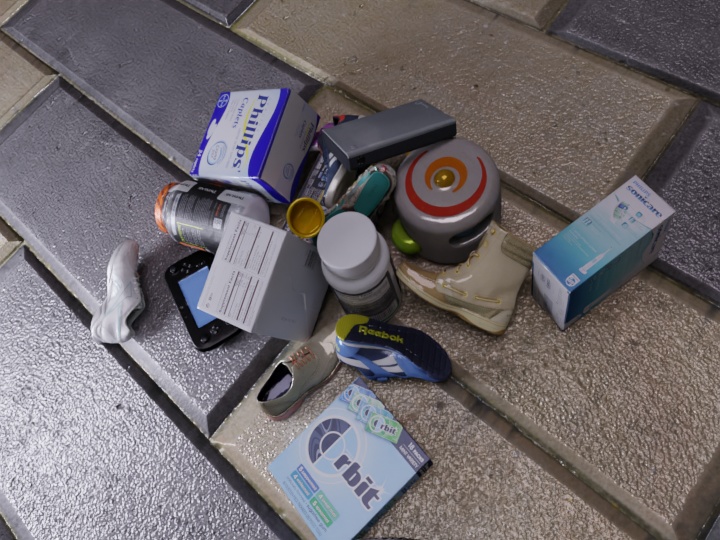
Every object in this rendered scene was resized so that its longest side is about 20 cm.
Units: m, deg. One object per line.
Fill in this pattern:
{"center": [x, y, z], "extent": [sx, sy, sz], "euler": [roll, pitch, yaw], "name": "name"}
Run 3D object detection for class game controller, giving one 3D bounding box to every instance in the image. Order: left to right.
{"center": [-0.286, 0.052, 1.156], "extent": [0.103, 0.042, 0.202], "euler": [-32, 61, -2], "name": "game controller"}

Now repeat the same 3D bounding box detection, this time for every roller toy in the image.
{"center": [0.149, -0.124, 1.068], "extent": [0.177, 0.141, 0.205], "euler": [11, 66, 19], "name": "roller toy"}

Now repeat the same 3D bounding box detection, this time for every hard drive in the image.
{"center": [0.047, -0.233, 1.070], "extent": [0.195, 0.034, 0.140], "euler": [-20, 34, -13], "name": "hard drive"}

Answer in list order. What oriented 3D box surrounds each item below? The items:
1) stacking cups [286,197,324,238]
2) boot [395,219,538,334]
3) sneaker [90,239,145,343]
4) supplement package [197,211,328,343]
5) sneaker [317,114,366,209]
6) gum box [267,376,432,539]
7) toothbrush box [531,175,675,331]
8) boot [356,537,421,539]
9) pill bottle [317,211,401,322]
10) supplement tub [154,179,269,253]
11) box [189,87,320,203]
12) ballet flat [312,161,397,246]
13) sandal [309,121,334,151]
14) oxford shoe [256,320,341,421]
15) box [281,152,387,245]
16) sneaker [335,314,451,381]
{"center": [-0.089, -0.090, 1.044], "extent": [0.058, 0.200, 0.063], "euler": [0, 96, -4], "name": "stacking cups"}
{"center": [0.167, -0.010, 0.990], "extent": [0.196, 0.073, 0.159], "euler": [26, 106, 8], "name": "boot"}
{"center": [-0.441, 0.041, 1.195], "extent": [0.078, 0.071, 0.207], "euler": [5, 71, 7], "name": "sneaker"}
{"center": [-0.143, 0.017, 1.022], "extent": [0.108, 0.199, 0.160], "euler": [18, 86, 22], "name": "supplement package"}
{"center": [-0.048, -0.199, 1.142], "extent": [0.082, 0.076, 0.204], "euler": [13, 59, 11], "name": "sneaker"}
{"center": [-0.017, 0.296, 0.959], "extent": [0.199, 0.045, 0.170], "euler": [-43, 62, -7], "name": "gum box"}
{"center": [0.361, -0.022, 0.957], "extent": [0.198, 0.147, 0.086], "euler": [-35, 60, -4], "name": "toothbrush box"}
{"center": [0.069, 0.443, 0.831], "extent": [0.204, 0.080, 0.162], "euler": [4, 65, 8], "name": "boot"}
{"center": [0.000, 0.000, 1.012], "extent": [0.109, 0.201, 0.116], "euler": [-6, 61, 10], "name": "pill bottle"}
{"center": [-0.278, -0.098, 1.182], "extent": [0.195, 0.123, 0.125], "euler": [14, 68, 20], "name": "supplement tub"}
{"center": [-0.201, -0.237, 1.203], "extent": [0.195, 0.104, 0.189], "euler": [8, 73, 36], "name": "box"}
{"center": [-0.005, -0.106, 1.073], "extent": [0.076, 0.064, 0.199], "euler": [45, 119, -8], "name": "ballet flat"}
{"center": [-0.026, -0.278, 1.229], "extent": [0.196, 0.051, 0.083], "euler": [-11, 28, 0], "name": "sandal"}
{"center": [-0.090, 0.157, 1.031], "extent": [0.070, 0.074, 0.201], "euler": [34, 76, 27], "name": "oxford shoe"}
{"center": [-0.043, -0.112, 1.168], "extent": [0.157, 0.049, 0.204], "euler": [16, 69, 24], "name": "box"}
{"center": [0.049, 0.136, 1.011], "extent": [0.194, 0.084, 0.075], "euler": [19, 40, 4], "name": "sneaker"}
